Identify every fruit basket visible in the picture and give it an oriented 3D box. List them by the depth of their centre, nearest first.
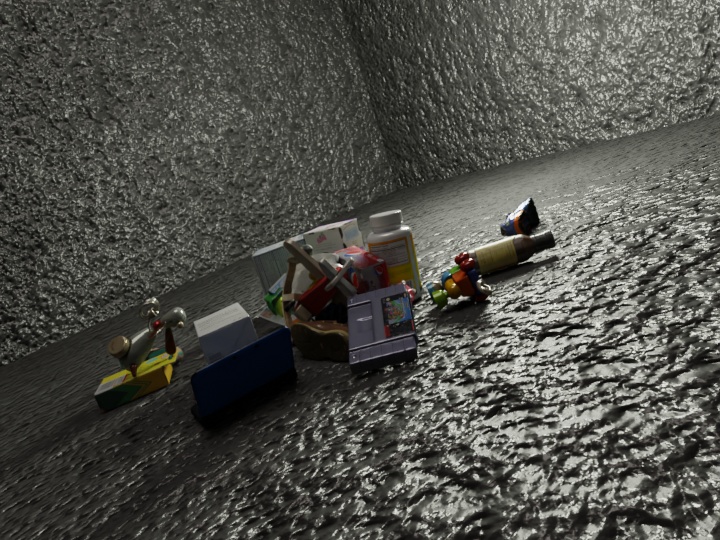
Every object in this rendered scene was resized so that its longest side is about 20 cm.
[{"bbox_3d":[-0.154,0.071,1.524,0.197,0.095,0.186,6,44,49],"label":"fruit basket"}]

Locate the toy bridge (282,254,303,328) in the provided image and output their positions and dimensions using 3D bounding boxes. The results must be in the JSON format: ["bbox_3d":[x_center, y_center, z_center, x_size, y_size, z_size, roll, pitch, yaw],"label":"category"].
[{"bbox_3d":[-0.161,0.063,1.377,0.027,0.207,0.067,5,-8,-33],"label":"toy bridge"}]

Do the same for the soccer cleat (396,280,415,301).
[{"bbox_3d":[0.059,0.096,1.217,0.077,0.066,0.200,-58,-4,37],"label":"soccer cleat"}]

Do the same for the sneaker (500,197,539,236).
[{"bbox_3d":[0.443,-0.148,1.635,0.077,0.077,0.199,-15,10,37],"label":"sneaker"}]

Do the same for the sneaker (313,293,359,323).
[{"bbox_3d":[-0.044,0.076,1.408,0.197,0.078,0.076,-28,14,-30],"label":"sneaker"}]

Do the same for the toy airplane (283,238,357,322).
[{"bbox_3d":[-0.067,0.026,1.255,0.194,0.205,0.142,8,35,25],"label":"toy airplane"}]

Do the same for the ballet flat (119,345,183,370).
[{"bbox_3d":[-0.561,0.243,1.590,0.194,0.070,0.067,-9,-5,24],"label":"ballet flat"}]

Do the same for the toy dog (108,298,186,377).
[{"bbox_3d":[-0.503,0.177,1.401,0.200,0.097,0.131,-47,-32,7],"label":"toy dog"}]

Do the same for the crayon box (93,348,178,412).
[{"bbox_3d":[-0.536,0.265,1.435,0.195,0.052,0.127,-23,12,-10],"label":"crayon box"}]

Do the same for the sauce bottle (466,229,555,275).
[{"bbox_3d":[0.342,-0.042,1.334,0.194,0.067,0.065,-17,11,8],"label":"sauce bottle"}]

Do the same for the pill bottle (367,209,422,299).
[{"bbox_3d":[0.076,-0.031,1.357,0.106,0.206,0.109,-11,9,2],"label":"pill bottle"}]

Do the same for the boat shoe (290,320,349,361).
[{"bbox_3d":[-0.067,0.138,1.193,0.067,0.074,0.197,-22,16,-41],"label":"boat shoe"}]

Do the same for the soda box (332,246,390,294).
[{"bbox_3d":[0.000,0.000,1.335,0.062,0.072,0.199,-18,18,-16],"label":"soda box"}]

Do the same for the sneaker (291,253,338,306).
[{"bbox_3d":[-0.109,0.034,1.390,0.072,0.119,0.199,7,-18,-29],"label":"sneaker"}]

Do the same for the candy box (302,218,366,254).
[{"bbox_3d":[-0.054,-0.022,1.560,0.071,0.206,0.165,-27,14,-38],"label":"candy box"}]

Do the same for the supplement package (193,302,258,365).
[{"bbox_3d":[-0.296,0.163,1.316,0.117,0.125,0.199,-23,11,-16],"label":"supplement package"}]

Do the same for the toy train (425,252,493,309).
[{"bbox_3d":[0.194,0.040,1.177,0.114,0.086,0.200,-29,10,7],"label":"toy train"}]

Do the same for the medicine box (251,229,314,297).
[{"bbox_3d":[-0.195,0.005,1.726,0.195,0.187,0.103,-19,11,1],"label":"medicine box"}]

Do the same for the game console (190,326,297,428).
[{"bbox_3d":[-0.227,0.188,1.092,0.196,0.122,0.169,-25,13,-27],"label":"game console"}]

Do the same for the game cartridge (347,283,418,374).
[{"bbox_3d":[0.038,0.100,1.088,0.126,0.039,0.202,-18,32,9],"label":"game cartridge"}]
